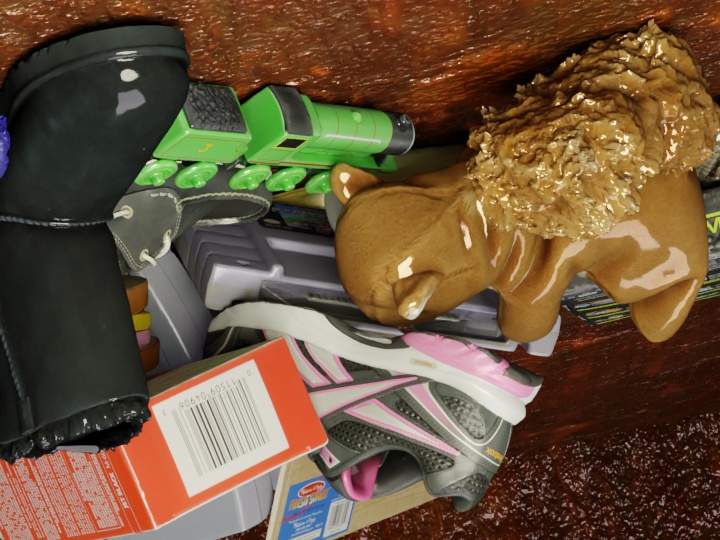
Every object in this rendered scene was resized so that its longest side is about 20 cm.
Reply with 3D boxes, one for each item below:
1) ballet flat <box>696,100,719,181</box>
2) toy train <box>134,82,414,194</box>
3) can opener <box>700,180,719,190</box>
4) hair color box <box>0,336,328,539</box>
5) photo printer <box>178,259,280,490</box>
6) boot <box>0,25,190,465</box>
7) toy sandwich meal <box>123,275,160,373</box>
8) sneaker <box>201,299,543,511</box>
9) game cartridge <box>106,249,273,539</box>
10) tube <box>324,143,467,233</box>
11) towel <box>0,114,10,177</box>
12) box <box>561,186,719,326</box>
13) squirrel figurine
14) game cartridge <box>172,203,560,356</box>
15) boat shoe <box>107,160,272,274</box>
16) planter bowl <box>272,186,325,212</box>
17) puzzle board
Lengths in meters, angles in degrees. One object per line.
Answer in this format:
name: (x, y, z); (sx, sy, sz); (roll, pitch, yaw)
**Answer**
ballet flat: (0.156, -0.046, 1.462); (0.200, 0.046, 0.067); (-26, -174, 35)
toy train: (-0.043, -0.067, 1.217); (0.056, 0.042, 0.200); (-34, 160, 32)
can opener: (0.203, -0.067, 1.501); (0.200, 0.053, 0.066); (-20, 133, 30)
hair color box: (-0.118, 0.094, 1.262); (0.111, 0.064, 0.200); (-25, -175, -33)
photo printer: (-0.074, 0.071, 1.493); (0.166, 0.070, 0.200); (29, 167, 28)
boot: (-0.126, -0.006, 1.098); (0.073, 0.163, 0.198); (-3, 166, -35)
toy sandwich meal: (-0.210, 0.021, 1.293); (0.205, 0.070, 0.205); (10, -165, -3)
sneaker: (-0.009, 0.071, 1.249); (0.200, 0.087, 0.080); (8, 164, 42)
game cartridge: (-0.129, 0.063, 1.389); (0.133, 0.200, 0.042); (-21, -174, 37)
tube: (0.069, -0.051, 1.405); (0.200, 0.052, 0.058); (-13, -146, -42)
towel: (-0.267, -0.045, 1.070); (0.200, 0.050, 0.148); (-6, 175, -30)
box: (0.217, -0.016, 1.481); (0.199, 0.048, 0.193); (-14, 173, 11)
squirrel figurine: (0.081, -0.042, 1.242); (0.186, 0.142, 0.200); (-11, 154, -24)
game cartridge: (0.000, 0.000, 1.368); (0.199, 0.038, 0.130); (8, -159, -17)
boat shoe: (-0.129, -0.025, 1.270); (0.200, 0.068, 0.072); (-5, 166, -39)
planter bowl: (-0.005, 0.004, 1.513); (0.200, 0.084, 0.200); (-12, 170, -2)
puzzle board: (0.010, 0.080, 1.437); (0.017, 0.151, 0.200); (22, -162, 28)
